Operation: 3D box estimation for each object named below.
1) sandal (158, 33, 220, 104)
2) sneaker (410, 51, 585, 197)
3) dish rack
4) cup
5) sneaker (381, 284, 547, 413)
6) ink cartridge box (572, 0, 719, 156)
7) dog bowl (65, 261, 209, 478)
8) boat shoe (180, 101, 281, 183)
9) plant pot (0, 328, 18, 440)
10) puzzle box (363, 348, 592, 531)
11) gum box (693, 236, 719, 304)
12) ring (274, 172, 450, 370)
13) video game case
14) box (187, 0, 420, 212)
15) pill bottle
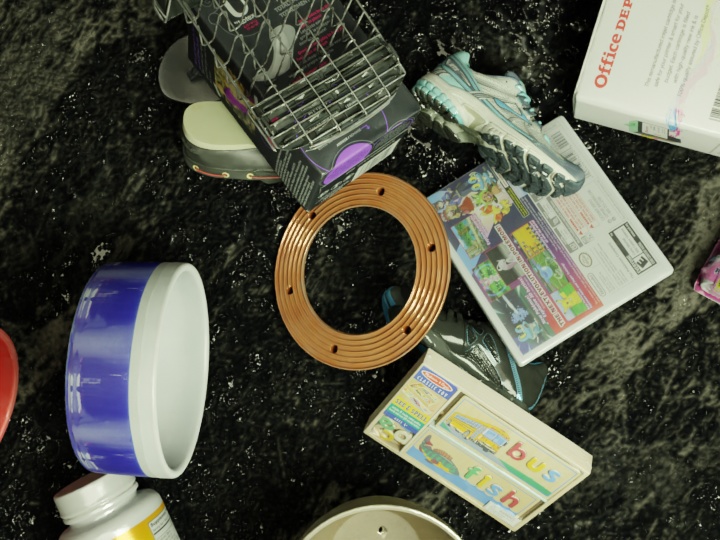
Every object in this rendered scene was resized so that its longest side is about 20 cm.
[{"bbox_3d":[-0.116,-0.224,0.803,0.199,0.043,0.077,-13,92,0],"label":"sandal"},{"bbox_3d":[0.150,-0.154,0.780,0.200,0.078,0.086,38,79,12],"label":"sneaker"},{"bbox_3d":[-0.063,-0.198,0.651,0.153,0.055,0.201,-34,87,-16],"label":"dish rack"},{"bbox_3d":[0.018,0.311,0.775,0.199,0.143,0.202,0,91,-1],"label":"cup"},{"bbox_3d":[0.108,0.077,0.814,0.200,0.073,0.082,42,72,-6],"label":"sneaker"},{"bbox_3d":[0.328,-0.204,0.769,0.199,0.084,0.146,18,92,13],"label":"ink cartridge box"},{"bbox_3d":[-0.204,0.092,0.735,0.078,0.200,0.202,2,92,2],"label":"dog bowl"},{"bbox_3d":[-0.084,-0.129,0.802,0.200,0.063,0.074,3,61,-13],"label":"boat shoe"},{"bbox_3d":[-0.468,0.121,0.746,0.176,0.200,0.202,17,92,8],"label":"plant pot"},{"bbox_3d":[0.117,0.178,0.793,0.199,0.025,0.133,33,128,-2],"label":"puzzle box"},{"bbox_3d":[0.463,0.010,0.808,0.199,0.066,0.114,27,90,-1],"label":"gum box"},{"bbox_3d":[0.000,0.000,0.788,0.199,0.019,0.202,-4,81,27],"label":"ring"},{"bbox_3d":[0.186,-0.033,0.798,0.182,0.023,0.201,-31,76,0],"label":"video game case"},{"bbox_3d":[-0.058,-0.179,0.729,0.122,0.106,0.200,-36,86,-18],"label":"box"},{"bbox_3d":[-0.234,0.302,0.788,0.109,0.109,0.201,-24,92,0],"label":"pill bottle"}]
